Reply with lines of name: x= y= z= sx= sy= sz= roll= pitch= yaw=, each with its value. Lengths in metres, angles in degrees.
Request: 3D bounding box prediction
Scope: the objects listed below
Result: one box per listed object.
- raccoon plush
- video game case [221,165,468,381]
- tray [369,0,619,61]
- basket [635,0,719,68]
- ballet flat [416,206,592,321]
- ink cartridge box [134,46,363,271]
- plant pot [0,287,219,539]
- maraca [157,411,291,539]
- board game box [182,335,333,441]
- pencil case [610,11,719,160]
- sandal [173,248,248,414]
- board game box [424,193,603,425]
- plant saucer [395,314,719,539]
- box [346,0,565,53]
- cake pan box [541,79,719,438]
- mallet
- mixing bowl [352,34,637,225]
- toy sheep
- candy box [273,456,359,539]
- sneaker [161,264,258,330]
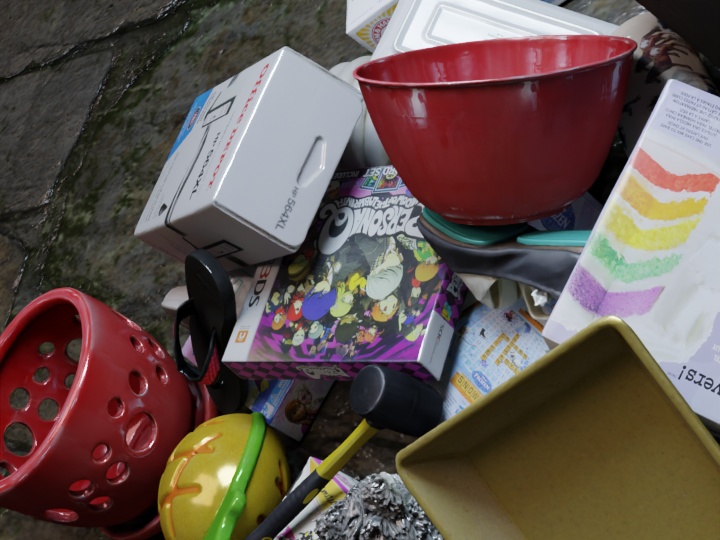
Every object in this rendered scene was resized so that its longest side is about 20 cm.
raccoon plush: x=0.051 y=0.215 z=0.971 sx=0.097 sy=0.133 sz=0.200 roll=-48 pitch=35 yaw=11
video game case: x=0.000 y=0.000 z=1.160 sx=0.198 sy=0.036 sz=0.183 roll=-2 pitch=57 yaw=38
tray: x=0.111 y=-0.182 z=1.203 sx=0.198 sy=0.022 sz=0.108 roll=21 pitch=78 yaw=19
basket: x=0.249 y=-0.209 z=0.989 sx=0.137 sy=0.199 sz=0.180 roll=-57 pitch=35 yaw=0
ballet flat: x=0.110 y=-0.002 z=1.026 sx=0.199 sy=0.073 sz=0.074 roll=13 pitch=74 yaw=49
ink cartridge box: x=-0.095 y=-0.085 z=1.222 sx=0.199 sy=0.084 sz=0.147 roll=-15 pitch=49 yaw=63
plant pot: x=-0.240 y=0.143 z=1.360 sx=0.200 sy=0.182 sz=0.202 roll=-33 pitch=41 yaw=33
maraca: x=-0.113 y=0.192 z=1.205 sx=0.200 sy=0.106 sz=0.138 roll=-84 pitch=19 yaw=-68
board game box: x=-0.064 y=0.027 z=1.350 sx=0.199 sy=0.041 sz=0.202 roll=26 pitch=86 yaw=56
pencil case: x=0.227 y=-0.103 z=1.045 sx=0.088 sy=0.078 sz=0.201 roll=-16 pitch=43 yaw=4
sandal: x=-0.133 y=0.058 z=1.239 sx=0.045 sy=0.201 sz=0.075 roll=-35 pitch=61 yaw=-23
board game box: x=0.135 y=0.054 z=1.059 sx=0.200 sy=0.041 sz=0.200 roll=-52 pitch=34 yaw=11
plant saucer: x=0.148 y=0.142 z=0.885 sx=0.200 sy=0.201 sz=0.048 roll=-38 pitch=-2 yaw=38
box: x=0.092 y=-0.267 z=1.318 sx=0.199 sy=0.112 sz=0.102 roll=-31 pitch=42 yaw=36
cake pan box: x=0.236 y=0.007 z=0.892 sx=0.198 sy=0.052 sz=0.186 roll=28 pitch=86 yaw=20
mallet: x=-0.015 y=0.148 z=1.100 sx=0.201 sy=0.065 sz=0.041 roll=-53 pitch=37 yaw=29
mixing bowl: x=0.096 y=-0.096 z=1.035 sx=0.199 sy=0.198 sz=0.110 roll=19 pitch=119 yaw=56
toy sheep: x=0.026 y=-0.120 z=1.278 sx=0.198 sy=0.138 sz=0.139 roll=11 pitch=70 yaw=27
candy box: x=-0.044 y=0.263 z=1.124 sx=0.201 sy=0.061 sz=0.136 roll=-57 pitch=33 yaw=1
sneaker: x=-0.094 y=0.023 z=1.303 sx=0.199 sy=0.070 sz=0.081 roll=-1 pitch=58 yaw=42
